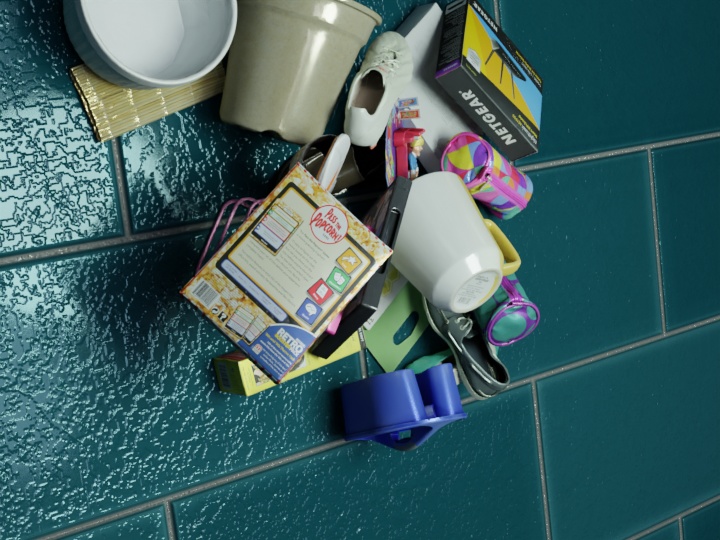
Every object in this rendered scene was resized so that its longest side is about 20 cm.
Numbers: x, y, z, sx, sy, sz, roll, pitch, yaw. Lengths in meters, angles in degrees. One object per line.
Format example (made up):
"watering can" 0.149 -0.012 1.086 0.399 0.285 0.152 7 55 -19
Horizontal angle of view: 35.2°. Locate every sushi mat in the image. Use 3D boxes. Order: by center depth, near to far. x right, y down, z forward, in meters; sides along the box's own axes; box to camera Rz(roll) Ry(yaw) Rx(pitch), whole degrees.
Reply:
"sushi mat" -0.258 -0.238 1.410 0.199 0.012 0.097 -29 107 -32

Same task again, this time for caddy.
"caddy" 0.057 0.195 1.555 0.140 0.200 0.106 -4 79 -31

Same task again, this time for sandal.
"sandal" -0.063 -0.116 1.409 0.059 0.207 0.080 29 71 -1

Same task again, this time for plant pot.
"plant pot" -0.093 -0.259 1.439 0.199 0.200 0.185 13 96 -36

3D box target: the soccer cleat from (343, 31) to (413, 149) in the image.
"soccer cleat" 0.025 -0.246 1.456 0.078 0.068 0.201 89 15 -54

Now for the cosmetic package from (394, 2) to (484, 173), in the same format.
"cosmetic package" 0.106 -0.261 1.652 0.151 0.051 0.201 -51 119 -25

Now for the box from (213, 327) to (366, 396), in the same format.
"box" -0.092 0.111 1.512 0.199 0.075 0.051 -20 101 -33

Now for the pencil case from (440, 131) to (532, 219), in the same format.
"pencil case" 0.186 -0.135 1.656 0.200 0.088 0.089 20 79 -61

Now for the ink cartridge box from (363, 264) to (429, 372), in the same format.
"ink cartridge box" 0.039 0.033 1.621 0.146 0.048 0.201 -50 116 -24

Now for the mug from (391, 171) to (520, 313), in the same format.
"mug" 0.131 -0.034 1.521 0.185 0.154 0.150 -25 146 -16

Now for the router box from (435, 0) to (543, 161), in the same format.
"router box" 0.189 -0.276 1.632 0.200 0.051 0.150 40 46 -36

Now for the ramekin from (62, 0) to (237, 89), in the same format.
"ramekin" -0.256 -0.310 1.341 0.198 0.105 0.203 3 85 -34

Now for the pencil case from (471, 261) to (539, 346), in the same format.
"pencil case" 0.187 0.013 1.639 0.084 0.201 0.093 -4 133 -18

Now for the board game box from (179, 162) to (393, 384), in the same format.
"board game box" -0.083 0.003 1.284 0.151 0.046 0.200 43 78 -3

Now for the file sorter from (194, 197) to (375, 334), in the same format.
"file sorter" -0.104 -0.015 1.420 0.125 0.199 0.140 28 77 -30

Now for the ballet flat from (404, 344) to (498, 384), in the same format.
"ballet flat" 0.155 0.143 1.693 0.199 0.070 0.068 -21 117 -34

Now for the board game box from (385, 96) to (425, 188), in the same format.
"board game box" 0.068 -0.152 1.557 0.201 0.038 0.159 74 19 -55

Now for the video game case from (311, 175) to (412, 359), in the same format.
"video game case" 0.000 0.000 1.435 0.025 0.200 0.182 22 63 -11

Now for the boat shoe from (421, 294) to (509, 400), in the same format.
"boat shoe" 0.155 0.088 1.631 0.072 0.062 0.202 -24 88 -35

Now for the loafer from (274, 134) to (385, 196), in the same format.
"loafer" -0.032 -0.142 1.544 0.199 0.071 0.074 -37 112 -29
